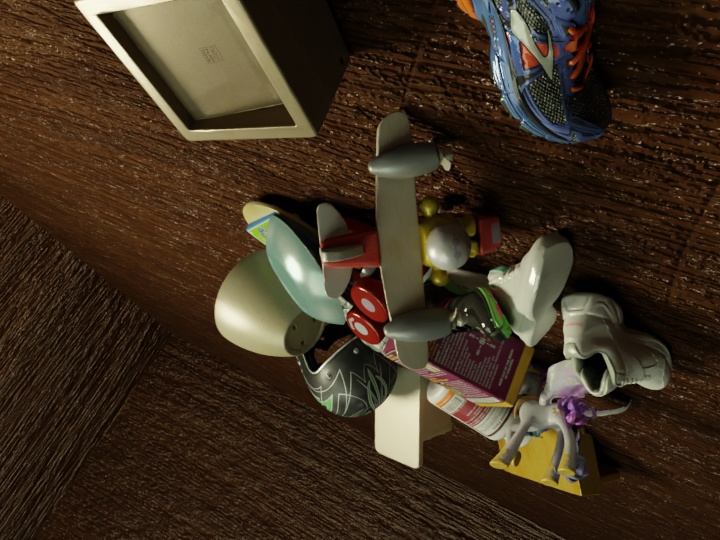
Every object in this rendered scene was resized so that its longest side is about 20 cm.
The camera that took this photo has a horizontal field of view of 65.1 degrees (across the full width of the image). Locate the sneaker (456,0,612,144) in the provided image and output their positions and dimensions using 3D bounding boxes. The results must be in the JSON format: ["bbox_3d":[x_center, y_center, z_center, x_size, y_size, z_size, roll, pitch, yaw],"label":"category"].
[{"bbox_3d":[0.121,-0.160,0.362,0.078,0.076,0.200,0,145,47],"label":"sneaker"}]

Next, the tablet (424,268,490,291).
[{"bbox_3d":[0.162,0.036,0.834,0.198,0.014,0.130,15,154,35],"label":"tablet"}]

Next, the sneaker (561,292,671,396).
[{"bbox_3d":[0.301,0.111,0.680,0.199,0.100,0.078,32,157,-25],"label":"sneaker"}]

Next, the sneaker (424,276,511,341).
[{"bbox_3d":[0.127,0.064,0.749,0.077,0.084,0.200,55,166,-17],"label":"sneaker"}]

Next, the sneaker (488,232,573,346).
[{"bbox_3d":[0.192,0.016,0.675,0.088,0.075,0.201,42,160,29],"label":"sneaker"}]

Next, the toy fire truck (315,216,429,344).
[{"bbox_3d":[0.000,0.000,0.828,0.167,0.112,0.201,36,152,13],"label":"toy fire truck"}]

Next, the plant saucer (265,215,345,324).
[{"bbox_3d":[-0.097,0.010,0.868,0.201,0.038,0.202,50,164,20],"label":"plant saucer"}]

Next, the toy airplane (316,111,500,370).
[{"bbox_3d":[0.051,-0.028,0.576,0.200,0.200,0.141,42,167,-24],"label":"toy airplane"}]

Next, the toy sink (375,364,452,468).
[{"bbox_3d":[0.113,0.288,1.188,0.111,0.203,0.129,-4,-174,-42],"label":"toy sink"}]

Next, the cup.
[{"bbox_3d":[-0.147,0.078,1.046,0.142,0.201,0.201,29,163,36],"label":"cup"}]

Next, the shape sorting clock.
[{"bbox_3d":[-0.112,-0.054,0.961,0.198,0.040,0.201,24,158,11],"label":"shape sorting clock"}]

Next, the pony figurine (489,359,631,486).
[{"bbox_3d":[0.301,0.218,0.861,0.191,0.201,0.167,-6,135,33],"label":"pony figurine"}]

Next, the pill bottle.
[{"bbox_3d":[0.235,0.248,1.076,0.199,0.114,0.113,32,159,-4],"label":"pill bottle"}]

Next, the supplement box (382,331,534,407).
[{"bbox_3d":[0.153,0.131,0.911,0.198,0.104,0.131,28,164,-5],"label":"supplement box"}]

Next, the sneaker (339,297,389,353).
[{"bbox_3d":[0.017,0.069,1.014,0.200,0.082,0.077,41,138,0],"label":"sneaker"}]

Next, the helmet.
[{"bbox_3d":[-0.019,0.188,1.103,0.190,0.200,0.200,34,168,47],"label":"helmet"}]

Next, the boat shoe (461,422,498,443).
[{"bbox_3d":[0.284,0.335,1.290,0.199,0.072,0.068,36,-167,-36],"label":"boat shoe"}]

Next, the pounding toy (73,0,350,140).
[{"bbox_3d":[-0.134,-0.232,0.493,0.198,0.144,0.185,5,151,27],"label":"pounding toy"}]

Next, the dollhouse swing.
[{"bbox_3d":[0.430,0.372,1.206,0.199,0.174,0.184,-6,98,58],"label":"dollhouse swing"}]
